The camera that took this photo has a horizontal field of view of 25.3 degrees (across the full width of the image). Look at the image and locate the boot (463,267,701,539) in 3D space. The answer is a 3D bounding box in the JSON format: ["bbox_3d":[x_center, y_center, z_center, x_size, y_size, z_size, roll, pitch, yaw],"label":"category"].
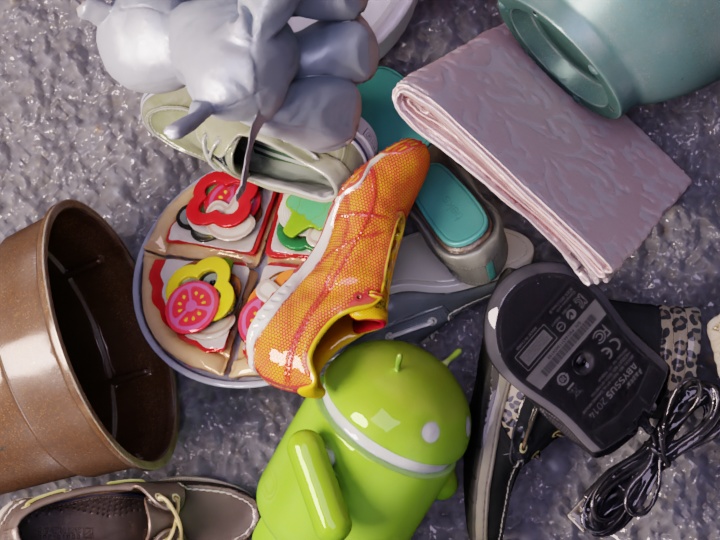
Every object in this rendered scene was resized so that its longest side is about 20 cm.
[{"bbox_3d":[0.157,0.108,1.156,0.152,0.074,0.206,8,101,-5],"label":"boot"}]

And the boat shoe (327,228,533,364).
[{"bbox_3d":[0.035,0.020,1.195,0.198,0.073,0.062,-16,127,-1],"label":"boat shoe"}]

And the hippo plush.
[{"bbox_3d":[-0.094,-0.147,1.096,0.160,0.159,0.201,14,71,38],"label":"hippo plush"}]

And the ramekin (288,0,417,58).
[{"bbox_3d":[-0.045,-0.232,1.195,0.198,0.098,0.203,-1,85,7],"label":"ramekin"}]

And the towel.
[{"bbox_3d":[0.132,-0.088,1.124,0.191,0.200,0.032,44,123,6],"label":"towel"}]

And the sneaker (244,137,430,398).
[{"bbox_3d":[0.000,0.000,1.102,0.077,0.073,0.201,26,77,19],"label":"sneaker"}]

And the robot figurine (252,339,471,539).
[{"bbox_3d":[0.002,0.135,1.135,0.116,0.175,0.201,41,114,25],"label":"robot figurine"}]

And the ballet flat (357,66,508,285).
[{"bbox_3d":[0.047,-0.066,1.183,0.067,0.064,0.201,-30,54,0],"label":"ballet flat"}]

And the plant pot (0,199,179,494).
[{"bbox_3d":[-0.261,0.078,1.158,0.197,0.200,0.202,-21,83,12],"label":"plant pot"}]

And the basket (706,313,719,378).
[{"bbox_3d":[0.351,0.054,1.080,0.198,0.136,0.124,-14,76,-21],"label":"basket"}]

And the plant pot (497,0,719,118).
[{"bbox_3d":[0.180,-0.192,1.107,0.134,0.200,0.200,-45,82,-4],"label":"plant pot"}]

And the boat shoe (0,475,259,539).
[{"bbox_3d":[-0.162,0.184,1.158,0.198,0.059,0.073,1,79,-22],"label":"boat shoe"}]

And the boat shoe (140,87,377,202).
[{"bbox_3d":[-0.085,-0.099,1.178,0.198,0.072,0.062,12,43,26],"label":"boat shoe"}]

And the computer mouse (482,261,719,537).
[{"bbox_3d":[0.149,0.073,1.095,0.138,0.053,0.200,-43,111,-3],"label":"computer mouse"}]

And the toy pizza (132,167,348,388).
[{"bbox_3d":[-0.075,-0.008,1.172,0.198,0.032,0.202,-7,57,11],"label":"toy pizza"}]
